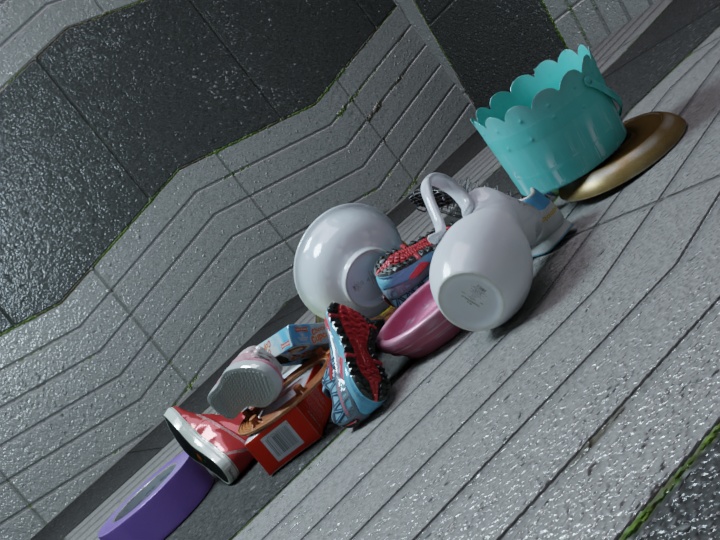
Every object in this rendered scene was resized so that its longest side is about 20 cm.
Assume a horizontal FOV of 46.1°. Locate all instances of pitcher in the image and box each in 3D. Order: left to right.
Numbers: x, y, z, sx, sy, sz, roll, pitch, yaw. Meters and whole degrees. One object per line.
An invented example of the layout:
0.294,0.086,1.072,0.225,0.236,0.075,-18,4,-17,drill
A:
0.132,-0.032,1.023,0.122,0.170,0.201,-60,1,38,pitcher

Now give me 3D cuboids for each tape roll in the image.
-0.341,0.394,1.415,0.199,0.066,0.200,-40,5,4,tape roll

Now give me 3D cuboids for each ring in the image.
-0.103,0.168,1.231,0.199,0.019,0.201,-37,8,6,ring

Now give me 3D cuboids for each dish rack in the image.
0.179,-0.108,1.333,0.153,0.197,0.056,166,118,-75,dish rack

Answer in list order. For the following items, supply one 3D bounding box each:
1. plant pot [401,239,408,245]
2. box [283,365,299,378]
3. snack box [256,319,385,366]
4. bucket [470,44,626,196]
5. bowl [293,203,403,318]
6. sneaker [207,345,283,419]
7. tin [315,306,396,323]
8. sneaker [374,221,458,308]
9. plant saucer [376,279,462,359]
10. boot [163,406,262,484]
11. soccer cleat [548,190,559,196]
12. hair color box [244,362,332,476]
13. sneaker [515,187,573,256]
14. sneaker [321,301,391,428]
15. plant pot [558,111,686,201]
0.029,0.008,1.579,0.199,0.141,0.200,-38,6,5,plant pot
-0.134,0.222,1.509,0.119,0.042,0.200,-36,9,33,box
-0.063,0.118,1.357,0.198,0.038,0.116,-1,-23,-40,snack box
0.275,-0.213,1.218,0.205,0.136,0.208,-32,15,9,bucket
0.000,0.000,1.348,0.200,0.202,0.090,-40,29,-11,bowl
-0.148,0.144,1.216,0.105,0.075,0.200,-49,7,-34,sneaker
0.010,0.056,1.472,0.199,0.112,0.042,-38,6,10,tin
0.118,-0.006,1.309,0.197,0.097,0.079,-22,30,-8,sneaker
0.110,0.052,1.163,0.200,0.051,0.201,-41,7,6,plant saucer
-0.222,0.249,1.389,0.198,0.073,0.144,23,53,39,boot
0.361,-0.179,1.355,0.199,0.065,0.083,-39,35,-28,soccer cleat
-0.096,0.210,1.251,0.101,0.061,0.200,-38,7,14,hair color box
0.208,-0.052,1.184,0.077,0.081,0.200,-45,6,-33,sneaker
-0.026,0.124,1.124,0.096,0.078,0.201,-54,27,25,sneaker
0.363,-0.169,1.201,0.199,0.028,0.200,-35,14,10,plant pot
